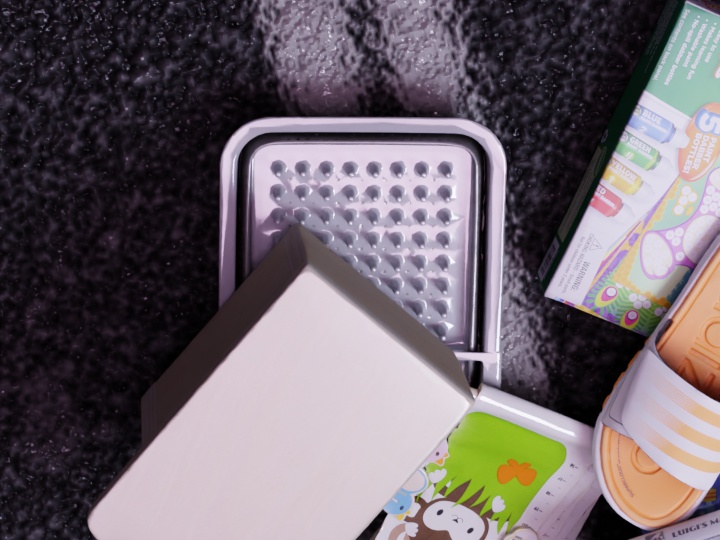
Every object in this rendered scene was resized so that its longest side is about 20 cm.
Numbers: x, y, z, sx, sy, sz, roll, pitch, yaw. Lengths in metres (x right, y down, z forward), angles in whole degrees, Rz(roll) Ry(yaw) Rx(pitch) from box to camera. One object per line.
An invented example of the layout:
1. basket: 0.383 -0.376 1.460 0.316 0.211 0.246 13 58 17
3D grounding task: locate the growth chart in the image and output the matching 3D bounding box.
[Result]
1. growth chart: 0.076 0.157 1.658 0.144 0.018 0.200 14 120 -14

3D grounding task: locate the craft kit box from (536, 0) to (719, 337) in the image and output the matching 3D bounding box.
1. craft kit box: 0.236 -0.041 1.612 0.197 0.049 0.200 20 107 -12

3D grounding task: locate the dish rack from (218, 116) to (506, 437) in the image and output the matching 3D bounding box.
1. dish rack: 0.000 0.000 1.612 0.171 0.044 0.201 0 109 -2

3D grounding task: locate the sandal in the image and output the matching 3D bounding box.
1. sandal: 0.199 0.057 1.576 0.079 0.059 0.207 26 97 2

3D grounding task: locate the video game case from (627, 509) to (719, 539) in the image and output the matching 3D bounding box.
1. video game case: 0.241 0.210 1.653 0.181 0.023 0.200 -19 137 9

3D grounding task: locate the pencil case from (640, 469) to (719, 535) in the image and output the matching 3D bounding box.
1. pencil case: 0.267 0.125 1.650 0.199 0.087 0.078 -7 151 0

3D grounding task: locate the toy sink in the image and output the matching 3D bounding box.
1. toy sink: -0.051 0.095 1.561 0.130 0.112 0.200 39 98 -13
